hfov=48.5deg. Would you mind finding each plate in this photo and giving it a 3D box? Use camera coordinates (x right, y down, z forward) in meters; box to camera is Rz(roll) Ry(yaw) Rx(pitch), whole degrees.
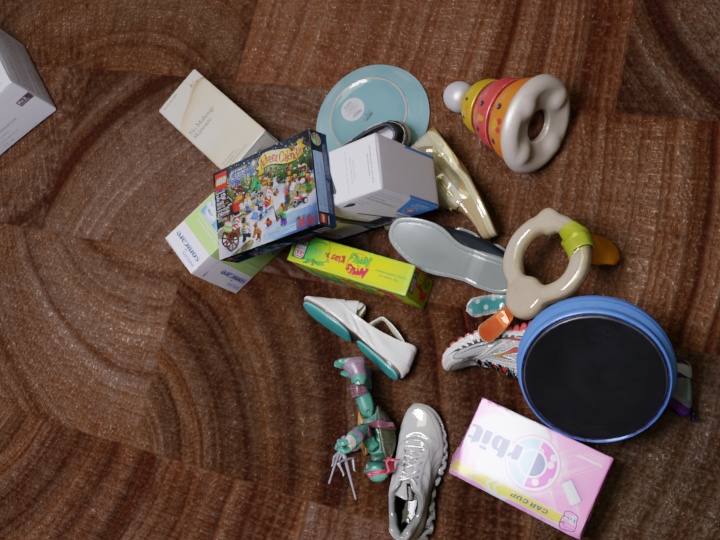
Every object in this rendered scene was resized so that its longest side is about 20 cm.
[{"bbox_3d":[0.015,-0.253,1.324,0.200,0.026,0.201,-5,76,19],"label":"plate"}]

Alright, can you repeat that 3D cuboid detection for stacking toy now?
[{"bbox_3d":[0.202,-0.241,1.217,0.200,0.146,0.146,29,87,42],"label":"stacking toy"}]

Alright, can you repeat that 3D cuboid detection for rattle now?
[{"bbox_3d":[0.255,0.021,1.122,0.130,0.143,0.200,34,101,24],"label":"rattle"}]

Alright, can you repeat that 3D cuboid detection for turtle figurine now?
[{"bbox_3d":[0.002,0.232,1.155,0.100,0.150,0.200,-2,67,-10],"label":"turtle figurine"}]

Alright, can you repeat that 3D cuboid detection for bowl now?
[{"bbox_3d":[0.299,0.131,1.023,0.200,0.039,0.201,6,113,15],"label":"bowl"}]

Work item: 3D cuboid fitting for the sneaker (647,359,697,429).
[{"bbox_3d":[0.343,0.172,1.070,0.200,0.074,0.088,-9,78,17],"label":"sneaker"}]

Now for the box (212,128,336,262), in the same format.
[{"bbox_3d":[-0.127,-0.101,1.135,0.200,0.038,0.137,-17,74,36],"label":"box"}]

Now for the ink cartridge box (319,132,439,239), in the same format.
[{"bbox_3d":[-0.009,-0.115,1.160,0.200,0.144,0.084,-15,74,37],"label":"ink cartridge box"}]

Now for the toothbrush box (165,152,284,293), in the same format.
[{"bbox_3d":[-0.185,-0.072,1.284,0.200,0.146,0.086,-44,66,6],"label":"toothbrush box"}]

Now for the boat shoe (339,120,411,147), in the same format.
[{"bbox_3d":[-0.010,-0.170,1.274,0.200,0.060,0.074,-30,83,25],"label":"boat shoe"}]

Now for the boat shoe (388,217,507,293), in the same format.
[{"bbox_3d":[0.137,-0.027,1.173,0.200,0.060,0.076,28,116,1],"label":"boat shoe"}]

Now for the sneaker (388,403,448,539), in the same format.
[{"bbox_3d":[0.077,0.288,1.133,0.075,0.081,0.200,1,75,22],"label":"sneaker"}]

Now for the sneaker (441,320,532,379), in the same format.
[{"bbox_3d":[0.211,0.120,1.128,0.200,0.078,0.082,-11,74,17],"label":"sneaker"}]

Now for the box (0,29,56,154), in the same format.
[{"bbox_3d":[-0.742,-0.350,1.568,0.199,0.131,0.200,-36,67,9],"label":"box"}]

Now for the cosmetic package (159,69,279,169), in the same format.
[{"bbox_3d":[-0.244,-0.247,1.392,0.200,0.073,0.104,41,93,23],"label":"cosmetic package"}]

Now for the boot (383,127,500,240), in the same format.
[{"bbox_3d":[0.107,-0.099,1.226,0.155,0.073,0.200,-35,74,13],"label":"boot"}]

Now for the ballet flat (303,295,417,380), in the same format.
[{"bbox_3d":[0.003,0.088,1.226,0.200,0.069,0.069,36,90,20],"label":"ballet flat"}]

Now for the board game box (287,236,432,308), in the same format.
[{"bbox_3d":[0.000,0.000,1.222,0.200,0.102,0.048,17,82,23],"label":"board game box"}]

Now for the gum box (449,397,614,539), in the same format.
[{"bbox_3d":[0.228,0.264,1.089,0.200,0.066,0.114,23,84,23],"label":"gum box"}]
